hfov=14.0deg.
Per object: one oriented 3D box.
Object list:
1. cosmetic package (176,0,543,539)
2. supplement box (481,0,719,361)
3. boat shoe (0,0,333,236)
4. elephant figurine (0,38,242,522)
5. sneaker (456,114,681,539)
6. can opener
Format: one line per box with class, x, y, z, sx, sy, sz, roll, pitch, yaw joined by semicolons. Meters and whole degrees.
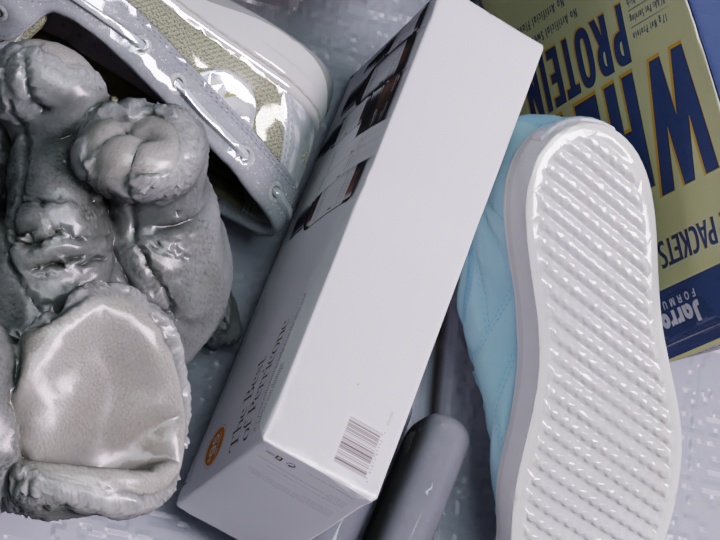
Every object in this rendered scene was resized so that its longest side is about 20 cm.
cosmetic package;0.000;0.000;1.064;0.050;0.083;0.201;28;59;-12
supplement box;0.177;-0.084;1.156;0.199;0.134;0.201;-13;81;-29
boat shoe;-0.103;-0.081;1.052;0.201;0.074;0.065;28;61;-25
elephant figurine;-0.127;0.036;0.976;0.154;0.142;0.201;23;60;-3
sneaker;0.074;0.038;1.112;0.073;0.082;0.202;-2;100;-22
can opener;-0.010;0.131;1.047;0.052;0.066;0.201;31;60;-14
